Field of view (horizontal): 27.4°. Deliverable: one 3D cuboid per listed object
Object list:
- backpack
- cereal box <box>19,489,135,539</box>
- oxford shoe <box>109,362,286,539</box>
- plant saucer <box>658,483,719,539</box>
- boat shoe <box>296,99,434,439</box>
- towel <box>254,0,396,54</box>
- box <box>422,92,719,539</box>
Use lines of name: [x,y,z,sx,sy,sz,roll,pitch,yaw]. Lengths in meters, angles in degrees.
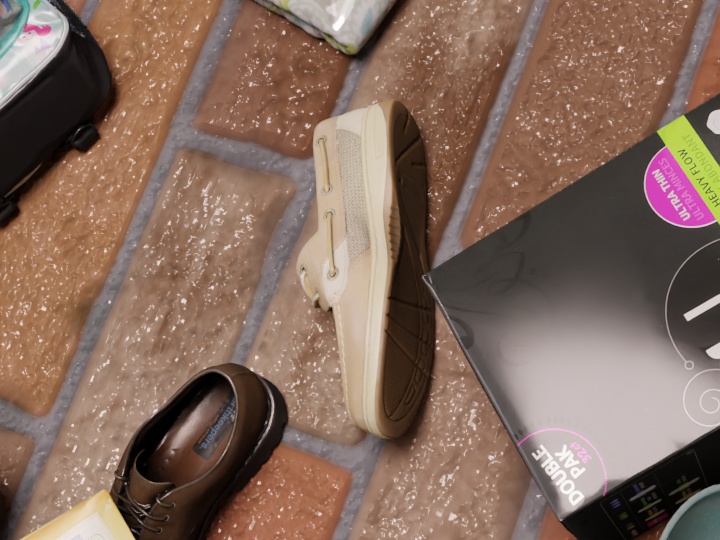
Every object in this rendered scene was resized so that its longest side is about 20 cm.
backpack: [-0.282,-0.144,0.935,0.177,0.151,0.200,-43,61,0]
cereal box: [-0.138,0.233,0.736,0.143,0.040,0.201,-29,77,-15]
oxford shoe: [-0.122,0.136,0.823,0.072,0.084,0.201,26,83,21]
plant saucer: [0.189,0.199,0.676,0.036,0.199,0.202,-34,60,44]
boat shoe: [0.000,0.000,0.842,0.064,0.072,0.202,-10,67,22]
towel: [-0.033,-0.250,0.947,0.199,0.048,0.172,32,86,23]
box: [0.159,0.028,0.752,0.199,0.124,0.149,-31,65,5]
